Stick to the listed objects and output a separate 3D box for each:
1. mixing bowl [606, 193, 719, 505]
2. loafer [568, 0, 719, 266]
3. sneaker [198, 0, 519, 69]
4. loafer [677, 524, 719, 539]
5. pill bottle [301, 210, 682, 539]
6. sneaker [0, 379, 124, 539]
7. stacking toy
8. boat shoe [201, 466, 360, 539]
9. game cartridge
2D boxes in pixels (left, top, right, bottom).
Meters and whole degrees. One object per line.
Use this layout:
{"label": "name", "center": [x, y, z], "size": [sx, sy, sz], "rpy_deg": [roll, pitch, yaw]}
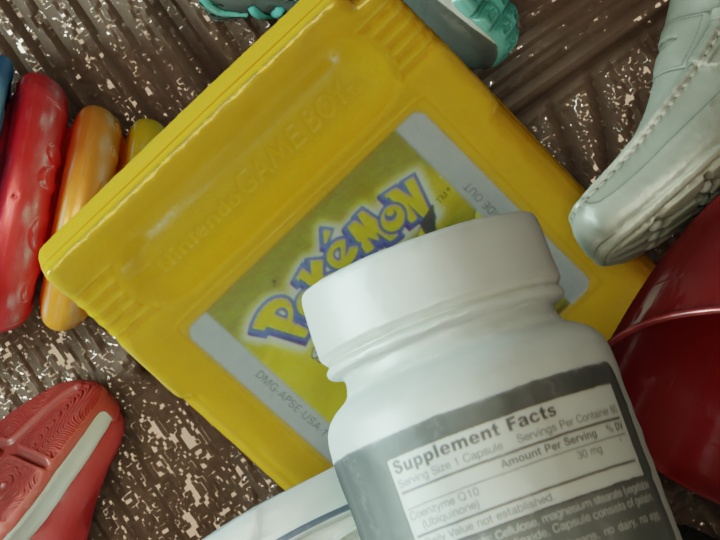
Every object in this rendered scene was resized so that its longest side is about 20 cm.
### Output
{"label": "mixing bowl", "center": [0.198, 0.019, 1.073], "size": [0.200, 0.200, 0.109], "rpy_deg": [15, 65, 6]}
{"label": "loafer", "center": [0.148, -0.085, 1.112], "size": [0.070, 0.070, 0.200], "rpy_deg": [41, 76, 11]}
{"label": "sneaker", "center": [-0.027, -0.135, 1.149], "size": [0.200, 0.078, 0.091], "rpy_deg": [35, 116, 4]}
{"label": "loafer", "center": [0.115, 0.129, 1.130], "size": [0.200, 0.068, 0.071], "rpy_deg": [-8, 98, 11]}
{"label": "pill bottle", "center": [0.055, 0.087, 1.019], "size": [0.113, 0.113, 0.200], "rpy_deg": [-20, 81, 7]}
{"label": "sneaker", "center": [-0.140, 0.152, 1.173], "size": [0.115, 0.078, 0.200], "rpy_deg": [41, 79, -28]}
{"label": "stacking toy", "center": [-0.077, -0.016, 1.145], "size": [0.199, 0.116, 0.110], "rpy_deg": [10, 98, -7]}
{"label": "boat shoe", "center": [0.007, 0.110, 1.096], "size": [0.200, 0.074, 0.065], "rpy_deg": [-27, 76, -2]}
{"label": "game cartridge", "center": [0.000, 0.000, 1.110], "size": [0.176, 0.032, 0.200], "rpy_deg": [-43, 120, 6]}
